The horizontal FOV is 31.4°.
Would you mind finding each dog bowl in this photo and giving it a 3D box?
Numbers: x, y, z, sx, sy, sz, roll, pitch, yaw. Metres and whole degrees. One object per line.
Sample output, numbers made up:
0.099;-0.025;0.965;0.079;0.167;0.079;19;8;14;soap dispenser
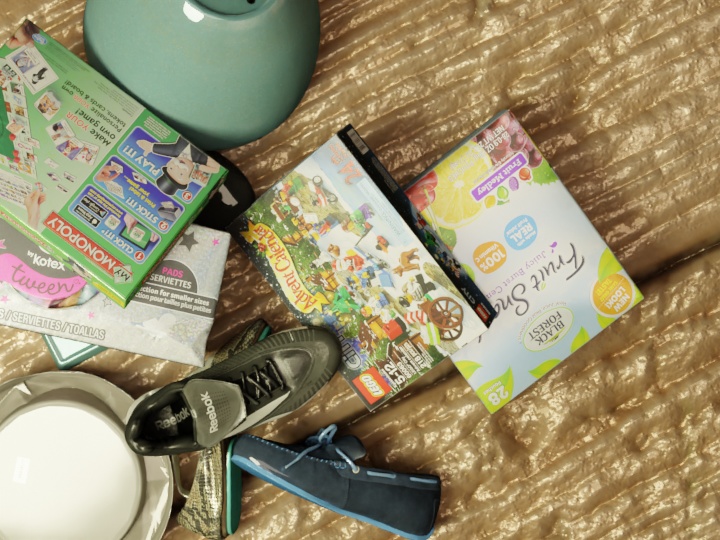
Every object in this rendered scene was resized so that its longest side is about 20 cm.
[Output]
-0.259;0.182;1.123;0.197;0.059;0.204;0;95;-1;dog bowl

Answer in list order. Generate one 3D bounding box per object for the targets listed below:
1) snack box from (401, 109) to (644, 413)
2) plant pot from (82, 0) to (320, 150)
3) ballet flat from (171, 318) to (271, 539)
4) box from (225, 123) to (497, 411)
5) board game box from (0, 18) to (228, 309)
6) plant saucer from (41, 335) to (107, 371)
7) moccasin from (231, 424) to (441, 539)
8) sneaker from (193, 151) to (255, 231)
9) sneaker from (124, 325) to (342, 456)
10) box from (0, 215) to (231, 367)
0.119;-0.009;1.108;0.168;0.068;0.201;-38;96;4;snack box
-0.117;-0.214;1.017;0.197;0.135;0.203;4;75;-15;plant pot
-0.131;0.136;1.121;0.074;0.068;0.203;12;98;9;ballet flat
0.000;0.000;1.064;0.136;0.038;0.201;-37;94;27;box
-0.221;-0.084;0.987;0.199;0.029;0.135;37;69;0;board game box
-0.281;-0.013;1.126;0.069;0.019;0.202;-26;94;1;plant saucer
-0.019;0.174;1.119;0.198;0.080;0.069;25;81;-25;moccasin
-0.181;-0.094;1.086;0.198;0.089;0.075;30;93;-5;sneaker
-0.106;0.105;1.034;0.198;0.091;0.067;-23;93;4;sneaker
-0.214;0.001;1.056;0.197;0.132;0.117;12;87;-8;box
